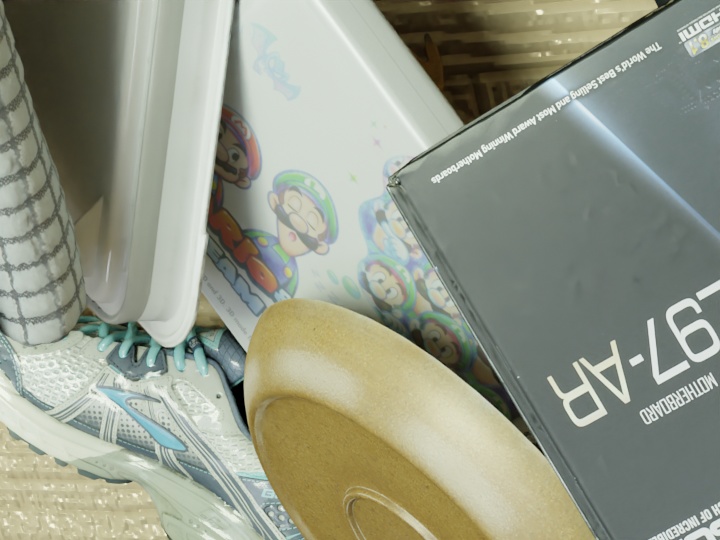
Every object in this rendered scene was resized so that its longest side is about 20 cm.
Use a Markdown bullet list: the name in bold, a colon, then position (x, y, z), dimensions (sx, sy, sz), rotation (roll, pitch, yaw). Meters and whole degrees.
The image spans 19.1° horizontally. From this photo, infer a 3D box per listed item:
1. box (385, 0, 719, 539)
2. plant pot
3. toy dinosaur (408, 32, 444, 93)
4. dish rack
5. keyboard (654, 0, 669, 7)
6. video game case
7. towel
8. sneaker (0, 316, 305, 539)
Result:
- **box**: position (0.132, -0.012, 0.652), dimensions (0.199, 0.044, 0.161), rotation (-30, 93, 17)
- **plant pot**: position (0.025, 0.096, 0.767), dimensions (0.200, 0.027, 0.200), rotation (38, 156, 21)
- **toy dinosaur**: position (-0.001, -0.037, 0.819), dimensions (0.200, 0.060, 0.106), rotation (45, 146, 12)
- **dish rack**: position (-0.103, -0.087, 0.792), dimensions (0.172, 0.043, 0.201), rotation (42, 128, 52)
- **keyboard**: position (0.118, -0.135, 0.698), dimensions (0.104, 0.040, 0.201), rotation (-21, 102, 37)
- **video game case**: position (0.000, 0.000, 0.775), dimensions (0.200, 0.024, 0.182), rotation (54, 148, -1)
- **towel**: position (-0.177, -0.074, 0.734), dimensions (0.200, 0.085, 0.166), rotation (46, 157, 45)
- **sneaker**: position (-0.080, 0.049, 0.899), dimensions (0.199, 0.078, 0.087), rotation (34, 114, 5)
